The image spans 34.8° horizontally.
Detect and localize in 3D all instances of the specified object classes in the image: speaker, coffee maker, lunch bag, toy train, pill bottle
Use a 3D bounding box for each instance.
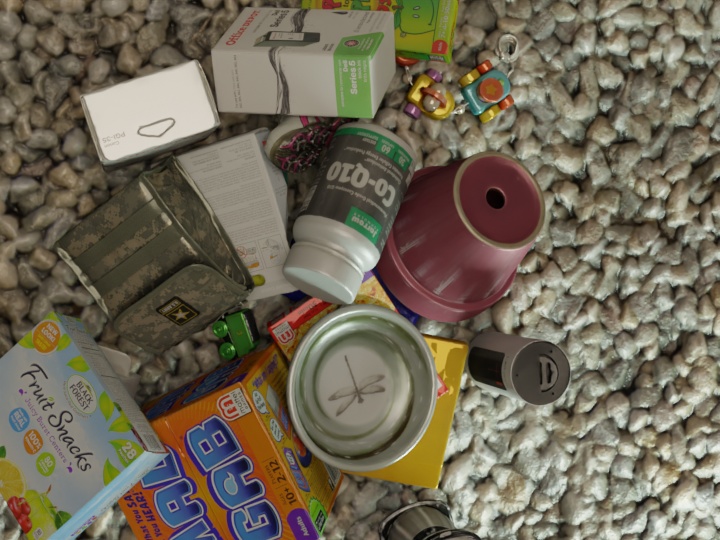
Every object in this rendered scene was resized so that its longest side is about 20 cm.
[{"bbox_3d":[0.200,0.124,1.481,0.080,0.200,0.082,0,91,-12],"label":"speaker"},{"bbox_3d":[0.117,0.404,1.470,0.134,0.200,0.193,-40,98,-7],"label":"coffee maker"},{"bbox_3d":[-0.245,-0.007,1.405,0.163,0.118,0.201,-33,99,22],"label":"lunch bag"},{"bbox_3d":[-0.136,0.144,1.486,0.056,0.042,0.202,-17,95,18],"label":"toy train"},{"bbox_3d":[-0.015,-0.068,1.395,0.112,0.113,0.202,26,70,-11],"label":"pill bottle"},{"bbox_3d":[0.123,-0.274,1.531,0.198,0.056,0.152,6,90,-11],"label":"toy train"}]

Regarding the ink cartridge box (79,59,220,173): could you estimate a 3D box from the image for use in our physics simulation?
[{"bbox_3d":[-0.253,-0.182,1.381,0.145,0.200,0.084,-20,95,-11],"label":"ink cartridge box"}]

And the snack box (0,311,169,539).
[{"bbox_3d":[-0.335,0.176,1.273,0.168,0.068,0.201,-40,72,6],"label":"snack box"}]

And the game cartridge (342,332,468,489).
[{"bbox_3d":[0.038,0.176,1.516,0.174,0.032,0.202,12,96,-8],"label":"game cartridge"}]

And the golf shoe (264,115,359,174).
[{"bbox_3d":[-0.077,-0.181,1.440,0.092,0.200,0.073,34,120,9],"label":"golf shoe"}]

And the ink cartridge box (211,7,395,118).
[{"bbox_3d":[-0.067,-0.256,1.407,0.198,0.146,0.085,4,124,12],"label":"ink cartridge box"}]

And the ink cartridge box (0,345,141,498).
[{"bbox_3d":[-0.356,0.181,1.395,0.127,0.125,0.202,18,87,1],"label":"ink cartridge box"}]

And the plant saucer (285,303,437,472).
[{"bbox_3d":[-0.004,0.142,1.403,0.198,0.050,0.203,0,90,-23],"label":"plant saucer"}]

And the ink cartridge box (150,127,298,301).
[{"bbox_3d":[-0.159,-0.062,1.444,0.161,0.050,0.202,-13,103,25],"label":"ink cartridge box"}]

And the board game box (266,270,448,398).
[{"bbox_3d":[-0.003,0.109,1.463,0.151,0.046,0.201,-34,100,0],"label":"board game box"}]

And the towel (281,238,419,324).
[{"bbox_3d":[0.000,0.000,1.514,0.198,0.050,0.149,24,86,-11],"label":"towel"}]

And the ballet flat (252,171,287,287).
[{"bbox_3d":[-0.129,-0.072,1.477,0.066,0.067,0.203,-11,79,29],"label":"ballet flat"}]

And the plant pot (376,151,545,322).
[{"bbox_3d":[0.134,-0.055,1.445,0.198,0.179,0.202,8,69,-21],"label":"plant pot"}]

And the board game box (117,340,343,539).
[{"bbox_3d":[-0.162,0.235,1.381,0.198,0.200,0.201,-25,95,11],"label":"board game box"}]

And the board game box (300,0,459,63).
[{"bbox_3d":[0.024,-0.333,1.479,0.198,0.048,0.103,9,90,10],"label":"board game box"}]
